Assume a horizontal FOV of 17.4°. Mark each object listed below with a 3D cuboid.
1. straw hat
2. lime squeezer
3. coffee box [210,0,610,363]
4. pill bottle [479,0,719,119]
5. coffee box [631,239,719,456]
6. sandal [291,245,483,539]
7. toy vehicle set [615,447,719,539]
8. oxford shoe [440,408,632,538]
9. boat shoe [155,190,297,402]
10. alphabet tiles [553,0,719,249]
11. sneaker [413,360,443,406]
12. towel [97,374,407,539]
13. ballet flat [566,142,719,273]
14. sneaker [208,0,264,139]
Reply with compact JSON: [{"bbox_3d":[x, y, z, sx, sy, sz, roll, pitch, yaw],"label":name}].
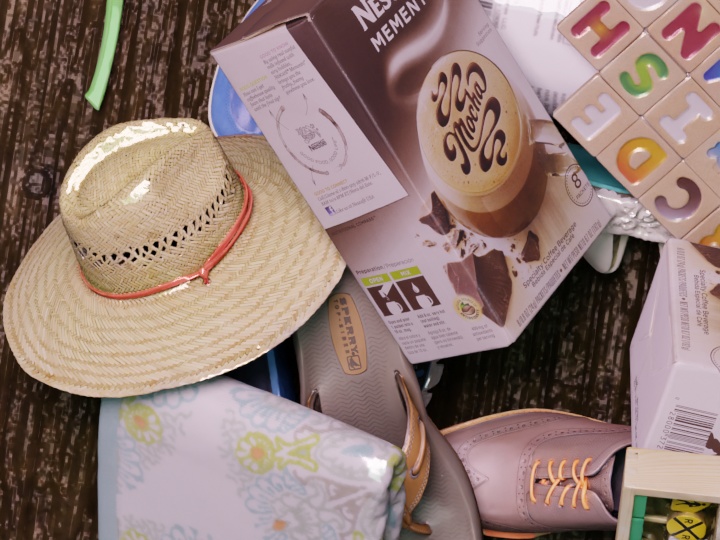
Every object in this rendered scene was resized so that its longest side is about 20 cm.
[{"bbox_3d":[-0.108,-0.032,1.229,0.200,0.085,0.202,-12,43,11],"label":"straw hat"},{"bbox_3d":[-0.103,-0.187,1.352,0.200,0.038,0.071,-43,82,1],"label":"lime squeezer"},{"bbox_3d":[0.028,-0.068,1.208,0.201,0.080,0.113,56,50,-18],"label":"coffee box"},{"bbox_3d":[0.134,-0.134,1.278,0.199,0.113,0.114,13,87,8],"label":"pill bottle"},{"bbox_3d":[0.245,0.065,1.215,0.198,0.113,0.080,13,125,-4],"label":"coffee box"},{"bbox_3d":[0.010,0.086,1.245,0.081,0.055,0.201,-12,102,7],"label":"sandal"},{"bbox_3d":[0.190,0.170,1.214,0.123,0.201,0.027,5,46,6],"label":"toy vehicle set"},{"bbox_3d":[0.115,0.109,1.279,0.198,0.073,0.072,-3,84,10],"label":"oxford shoe"},{"bbox_3d":[-0.080,0.036,1.317,0.068,0.084,0.201,-16,67,2],"label":"boat shoe"},{"bbox_3d":[0.204,-0.090,1.221,0.167,0.008,0.200,-41,106,19],"label":"alphabet tiles"},{"bbox_3d":[0.000,0.000,1.316,0.086,0.075,0.202,9,94,41],"label":"sneaker"},{"bbox_3d":[-0.060,0.146,1.255,0.170,0.048,0.201,18,126,20],"label":"towel"},{"bbox_3d":[0.162,-0.023,1.290,0.198,0.072,0.072,12,87,7],"label":"ballet flat"},{"bbox_3d":[-0.023,-0.152,1.301,0.077,0.111,0.200,40,91,9],"label":"sneaker"}]
